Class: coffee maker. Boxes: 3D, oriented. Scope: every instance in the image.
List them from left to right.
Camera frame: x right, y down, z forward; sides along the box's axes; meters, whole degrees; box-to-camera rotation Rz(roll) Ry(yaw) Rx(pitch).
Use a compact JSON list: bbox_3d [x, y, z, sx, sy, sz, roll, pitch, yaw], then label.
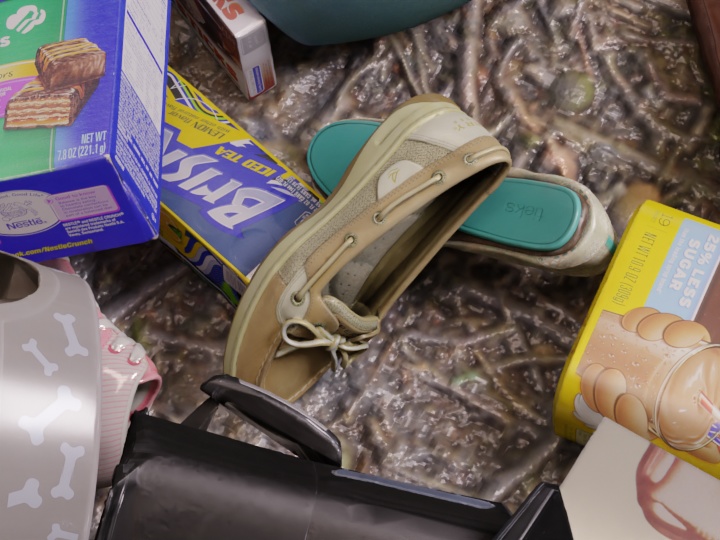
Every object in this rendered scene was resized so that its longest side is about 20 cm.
[{"bbox_3d":[-0.031,0.158,0.945,0.200,0.135,0.192,15,28,-4],"label":"coffee maker"}]

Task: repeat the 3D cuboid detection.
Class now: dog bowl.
[{"bbox_3d":[-0.169,0.088,0.946,0.059,0.200,0.200,6,63,-17],"label":"dog bowl"}]

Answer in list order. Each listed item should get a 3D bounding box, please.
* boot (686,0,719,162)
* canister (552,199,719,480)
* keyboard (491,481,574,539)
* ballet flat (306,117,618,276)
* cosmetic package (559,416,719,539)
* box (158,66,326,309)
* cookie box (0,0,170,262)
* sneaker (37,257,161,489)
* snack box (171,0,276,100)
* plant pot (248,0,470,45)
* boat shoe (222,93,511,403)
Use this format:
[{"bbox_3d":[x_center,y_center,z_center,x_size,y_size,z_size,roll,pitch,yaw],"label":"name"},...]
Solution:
[{"bbox_3d":[0.279,-0.096,1.135,0.186,0.064,0.200,15,45,-17],"label":"boot"},{"bbox_3d":[0.218,0.058,1.049,0.200,0.087,0.149,21,67,15],"label":"canister"},{"bbox_3d":[0.077,0.206,0.922,0.021,0.200,0.127,10,43,33],"label":"keyboard"},{"bbox_3d":[0.056,-0.034,1.115,0.200,0.062,0.068,22,84,35],"label":"ballet flat"},{"bbox_3d":[0.184,0.171,0.987,0.200,0.103,0.087,29,67,15],"label":"cosmetic package"},{"bbox_3d":[-0.103,-0.059,1.137,0.200,0.064,0.070,41,73,20],"label":"box"},{"bbox_3d":[-0.197,-0.100,1.078,0.171,0.075,0.200,-11,51,10],"label":"cookie box"},{"bbox_3d":[-0.160,0.031,1.093,0.104,0.075,0.201,-3,68,2],"label":"sneaker"},{"bbox_3d":[-0.117,-0.195,1.199,0.024,0.072,0.200,-33,66,-11],"label":"snack box"},{"bbox_3d":[-0.015,-0.210,1.152,0.135,0.200,0.200,-43,67,12],"label":"plant pot"},{"bbox_3d":[0.002,0.000,1.064,0.201,0.073,0.063,-51,53,6],"label":"boat shoe"}]
